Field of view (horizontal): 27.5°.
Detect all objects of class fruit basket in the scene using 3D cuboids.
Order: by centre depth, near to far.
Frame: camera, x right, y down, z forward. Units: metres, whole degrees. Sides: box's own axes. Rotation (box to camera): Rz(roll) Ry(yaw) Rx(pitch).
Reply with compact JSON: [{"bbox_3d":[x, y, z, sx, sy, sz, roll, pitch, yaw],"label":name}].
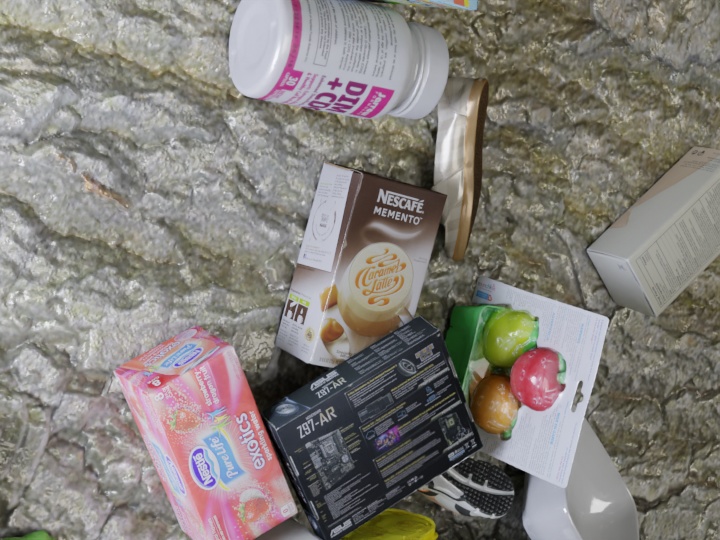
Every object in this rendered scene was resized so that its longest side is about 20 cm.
[{"bbox_3d":[0.176,0.116,1.594,0.093,0.199,0.187,8,97,-47],"label":"fruit basket"}]

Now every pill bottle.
[{"bbox_3d":[-0.019,-0.211,1.450,0.199,0.113,0.114,7,98,-32],"label":"pill bottle"}]

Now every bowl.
[{"bbox_3d":[0.251,0.283,1.704,0.074,0.200,0.200,-23,119,23],"label":"bowl"}]

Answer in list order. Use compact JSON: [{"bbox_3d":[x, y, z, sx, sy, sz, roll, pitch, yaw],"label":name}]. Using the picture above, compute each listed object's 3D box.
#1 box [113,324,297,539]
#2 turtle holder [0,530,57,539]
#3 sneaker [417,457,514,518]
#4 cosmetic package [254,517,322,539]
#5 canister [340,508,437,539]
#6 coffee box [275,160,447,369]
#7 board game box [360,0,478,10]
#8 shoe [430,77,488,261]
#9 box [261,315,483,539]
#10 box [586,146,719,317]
[{"bbox_3d":[-0.154,0.171,1.468,0.102,0.095,0.201,-28,114,-22],"label":"box"},{"bbox_3d":[-0.337,0.352,1.389,0.131,0.186,0.141,20,123,-32],"label":"turtle holder"},{"bbox_3d":[0.071,0.220,1.630,0.199,0.080,0.074,35,63,-14],"label":"sneaker"},{"bbox_3d":[-0.086,0.369,1.550,0.071,0.105,0.201,-9,104,-28],"label":"cosmetic package"},{"bbox_3d":[0.018,0.377,1.598,0.148,0.086,0.201,-16,113,-63],"label":"canister"},{"bbox_3d":[0.000,0.000,1.530,0.114,0.080,0.201,12,95,-33],"label":"coffee box"},{"bbox_3d":[0.026,-0.313,1.403,0.102,0.200,0.106,9,96,-32],"label":"board game box"},{"bbox_3d":[0.102,-0.110,1.587,0.053,0.070,0.201,7,105,11],"label":"shoe"},{"bbox_3d":[0.015,0.165,1.513,0.199,0.044,0.161,-31,120,-15],"label":"box"},{"bbox_3d":[0.373,-0.048,1.744,0.200,0.078,0.095,-41,118,-17],"label":"box"}]
